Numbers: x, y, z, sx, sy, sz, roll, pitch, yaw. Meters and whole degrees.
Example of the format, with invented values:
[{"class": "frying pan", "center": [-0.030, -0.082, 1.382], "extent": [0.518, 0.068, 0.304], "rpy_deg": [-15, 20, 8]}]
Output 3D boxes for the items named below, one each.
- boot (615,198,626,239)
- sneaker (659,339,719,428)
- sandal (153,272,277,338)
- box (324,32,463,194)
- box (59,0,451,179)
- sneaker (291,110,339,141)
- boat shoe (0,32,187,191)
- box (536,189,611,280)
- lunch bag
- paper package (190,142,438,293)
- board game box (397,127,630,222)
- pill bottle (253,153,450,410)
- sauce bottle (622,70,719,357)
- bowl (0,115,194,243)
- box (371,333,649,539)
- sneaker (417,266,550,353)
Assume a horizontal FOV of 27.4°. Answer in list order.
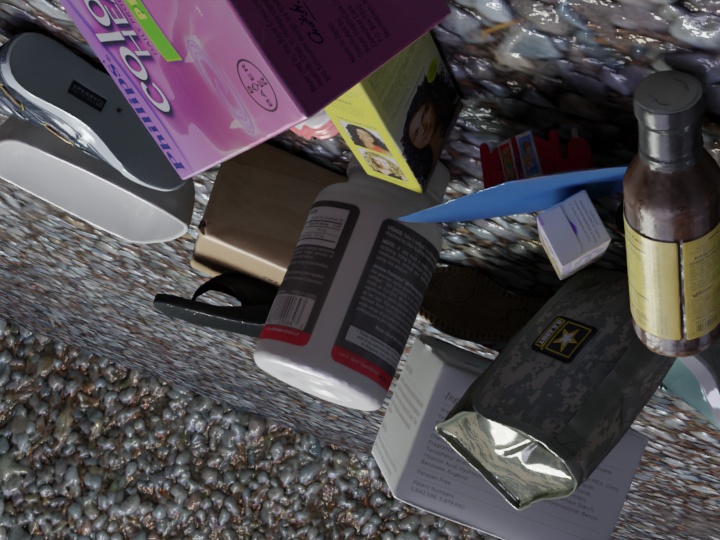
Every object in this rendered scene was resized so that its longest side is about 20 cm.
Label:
[{"class": "boot", "center": [0.297, 0.012, 1.053], "extent": [0.186, 0.065, 0.200], "rpy_deg": [21, 169, 43]}, {"class": "sneaker", "center": [0.272, 0.077, 1.316], "extent": [0.118, 0.074, 0.200], "rpy_deg": [1, 146, 41]}, {"class": "sandal", "center": [-0.090, 0.034, 1.358], "extent": [0.199, 0.048, 0.075], "rpy_deg": [7, 165, 8]}, {"class": "box", "center": [0.013, -0.124, 0.944], "extent": [0.050, 0.076, 0.200], "rpy_deg": [20, 168, 23]}, {"class": "box", "center": [-0.077, -0.157, 0.747], "extent": [0.177, 0.096, 0.200], "rpy_deg": [56, 159, -10]}, {"class": "sneaker", "center": [-0.080, -0.145, 1.057], "extent": [0.199, 0.074, 0.087], "rpy_deg": [2, 143, 46]}, {"class": "boat shoe", "center": [-0.241, -0.140, 1.303], "extent": [0.200, 0.071, 0.091], "rpy_deg": [37, 162, -28]}, {"class": "box", "center": [0.153, -0.023, 1.070], "extent": [0.042, 0.038, 0.200], "rpy_deg": [62, -175, 5]}, {"class": "lunch bag", "center": [0.164, 0.089, 1.154], "extent": [0.118, 0.164, 0.200], "rpy_deg": [44, 162, 0]}, {"class": "paper package", "center": [-0.049, -0.026, 1.360], "extent": [0.199, 0.104, 0.191], "rpy_deg": [22, 168, -5]}, {"class": "board game box", "center": [0.122, -0.070, 1.009], "extent": [0.157, 0.039, 0.200], "rpy_deg": [-6, 175, -31]}, {"class": "pill bottle", "center": [0.000, 0.000, 1.169], "extent": [0.110, 0.201, 0.111], "rpy_deg": [21, 167, 5]}, {"class": "sauce bottle", "center": [0.196, -0.033, 0.916], "extent": [0.064, 0.065, 0.201], "rpy_deg": [15, 140, 25]}, {"class": "bowl", "center": [-0.261, -0.104, 1.446], "extent": [0.199, 0.075, 0.200], "rpy_deg": [27, 167, -22]}, {"class": "box", "center": [0.129, 0.160, 1.350], "extent": [0.199, 0.132, 0.199], "rpy_deg": [21, -178, -6]}, {"class": "sneaker", "center": [0.143, 0.058, 1.455], "extent": [0.198, 0.072, 0.113], "rpy_deg": [16, 162, 15]}]
